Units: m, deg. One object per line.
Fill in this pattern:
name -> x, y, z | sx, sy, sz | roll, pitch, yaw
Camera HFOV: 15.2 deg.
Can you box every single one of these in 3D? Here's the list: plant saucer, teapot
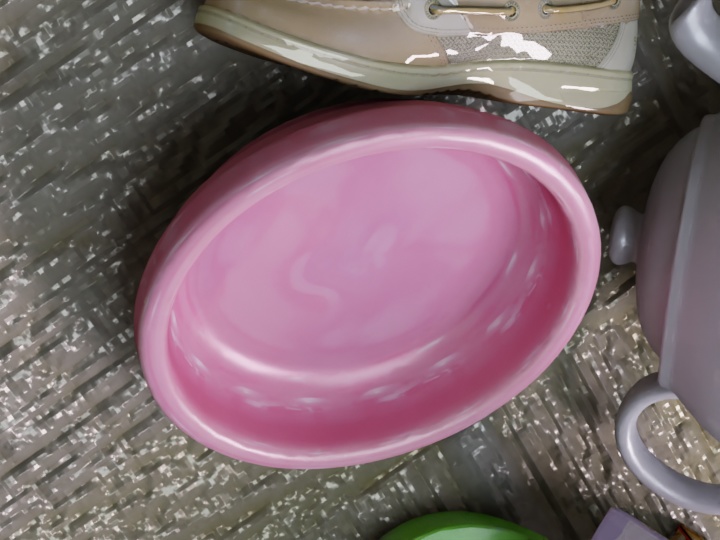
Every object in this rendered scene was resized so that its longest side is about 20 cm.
plant saucer -> 0.000, 0.000, 1.131 | 0.199, 0.051, 0.201 | -12, 138, -11
teapot -> 0.180, 0.001, 1.183 | 0.145, 0.197, 0.202 | 9, 81, 11

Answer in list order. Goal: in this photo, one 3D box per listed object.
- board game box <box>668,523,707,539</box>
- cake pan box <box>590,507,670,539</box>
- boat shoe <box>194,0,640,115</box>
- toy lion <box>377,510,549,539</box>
board game box -> 0.161, 0.237, 1.270 | 0.046, 0.200, 0.152 | 32, 102, -34
cake pan box -> 0.136, 0.234, 1.179 | 0.201, 0.184, 0.052 | -58, 149, 1
boat shoe -> 0.027, -0.106, 1.101 | 0.199, 0.072, 0.066 | 5, 99, -26
toy lion -> 0.014, 0.202, 1.260 | 0.191, 0.069, 0.201 | 26, 92, -17
